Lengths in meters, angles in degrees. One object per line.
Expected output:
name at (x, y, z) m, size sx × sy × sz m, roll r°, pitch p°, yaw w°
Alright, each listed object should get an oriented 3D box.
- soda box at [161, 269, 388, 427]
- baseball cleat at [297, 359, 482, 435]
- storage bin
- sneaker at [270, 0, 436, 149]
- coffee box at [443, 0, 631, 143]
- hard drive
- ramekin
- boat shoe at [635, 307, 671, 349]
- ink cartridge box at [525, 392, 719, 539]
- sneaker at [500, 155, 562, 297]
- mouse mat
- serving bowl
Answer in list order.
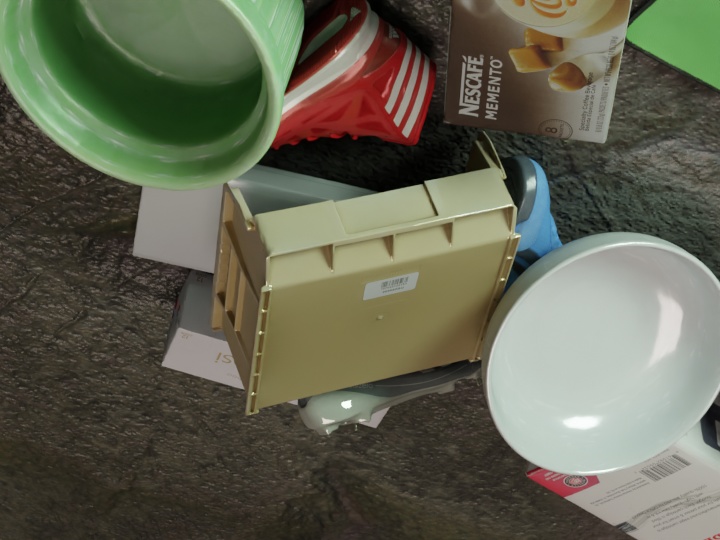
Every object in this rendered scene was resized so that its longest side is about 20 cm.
soda box at (-0.063, 0.068, 1.553) m, size 0.198 × 0.064 × 0.068 m, roll 17°, pitch 144°, yaw -11°
baseball cleat at (0.028, 0.063, 1.489) m, size 0.199 × 0.107 × 0.069 m, roll -20°, pitch -175°, yaw -41°
storage bin at (0.000, 0.000, 1.347) m, size 0.198 × 0.094 × 0.199 m, roll -12°, pitch 147°, yaw -16°
sneaker at (-0.026, -0.104, 1.296) m, size 0.115 × 0.079 × 0.199 m, roll 32°, pitch 140°, yaw -27°
coffee box at (0.116, -0.180, 1.152) m, size 0.113 × 0.080 × 0.201 m, roll 9°, pitch 144°, yaw 5°
hard drive at (-0.077, -0.034, 1.446) m, size 0.198 × 0.027 × 0.132 m, roll 12°, pitch 145°, yaw -5°
ramekin at (-0.132, -0.159, 1.196) m, size 0.198 × 0.098 × 0.201 m, roll 12°, pitch 137°, yaw 11°
boat shoe at (0.171, 0.062, 1.491) m, size 0.066 × 0.070 × 0.200 m, roll 33°, pitch 138°, yaw -19°
ink cartridge box at (0.267, 0.164, 1.593) m, size 0.199 × 0.085 × 0.144 m, roll 31°, pitch 140°, yaw -26°
sneaker at (0.129, -0.021, 1.395) m, size 0.078 × 0.066 × 0.201 m, roll -4°, pitch 145°, yaw -9°
mouse mat at (0.286, -0.174, 1.186) m, size 0.160 × 0.008 × 0.200 m, roll 24°, pitch 143°, yaw -19°
serving bowl at (0.180, 0.054, 1.385) m, size 0.198 × 0.066 × 0.202 m, roll -7°, pitch 120°, yaw -13°
